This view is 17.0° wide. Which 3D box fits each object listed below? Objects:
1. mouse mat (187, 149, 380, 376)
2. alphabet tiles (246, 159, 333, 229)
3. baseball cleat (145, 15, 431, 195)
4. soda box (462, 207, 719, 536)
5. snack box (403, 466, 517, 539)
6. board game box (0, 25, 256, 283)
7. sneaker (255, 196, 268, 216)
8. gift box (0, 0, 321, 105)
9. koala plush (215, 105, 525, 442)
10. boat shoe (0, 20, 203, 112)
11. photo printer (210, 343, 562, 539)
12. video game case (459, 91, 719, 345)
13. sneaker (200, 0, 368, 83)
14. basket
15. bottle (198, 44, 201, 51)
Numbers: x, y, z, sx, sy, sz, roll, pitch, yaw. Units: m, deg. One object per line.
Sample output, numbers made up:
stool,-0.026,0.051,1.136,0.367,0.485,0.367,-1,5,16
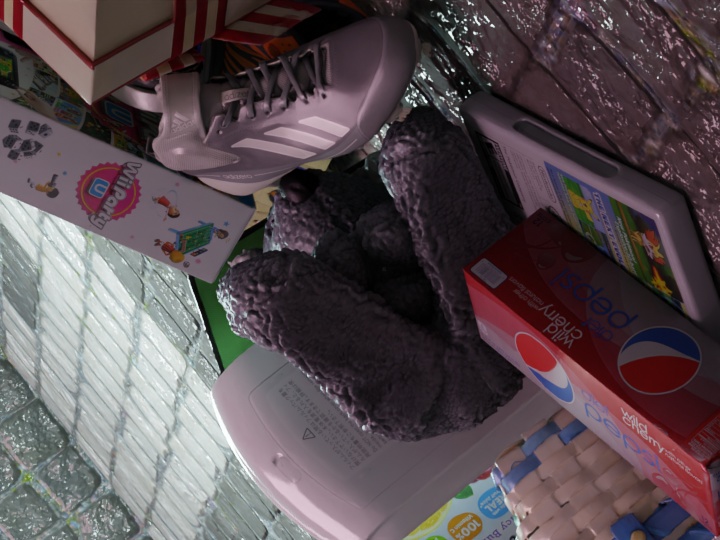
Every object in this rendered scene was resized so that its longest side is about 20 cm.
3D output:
mouse mat,-0.034,0.010,1.631,0.008,0.161,0.200,51,166,29
alphabet tiles,-0.099,-0.068,1.673,0.200,0.006,0.166,19,150,-7
baseball cleat,-0.053,-0.095,1.387,0.200,0.106,0.070,-34,53,46
soda box,0.146,0.053,1.323,0.200,0.063,0.070,41,160,36
snack box,0.086,0.195,1.623,0.142,0.200,0.053,44,162,25
board game box,-0.174,-0.083,1.517,0.200,0.064,0.148,24,-159,-20
sneaker,-0.104,-0.087,1.714,0.200,0.076,0.080,29,171,-33
gift box,-0.122,-0.221,1.355,0.185,0.200,0.187,48,149,25
koala plush,0.000,0.000,1.472,0.184,0.177,0.200,51,172,-28
boat shoe,-0.168,-0.166,1.504,0.200,0.076,0.060,29,126,31
photo printer,0.014,0.084,1.584,0.166,0.200,0.069,45,163,21
video game case,0.145,0.005,1.376,0.182,0.022,0.200,33,155,49
sneaker,-0.042,-0.128,1.509,0.112,0.078,0.200,36,169,19
basket,0.176,0.171,1.412,0.200,0.139,0.176,46,180,20
bottle,-0.147,-0.117,1.843,0.084,0.065,0.200,47,164,17
